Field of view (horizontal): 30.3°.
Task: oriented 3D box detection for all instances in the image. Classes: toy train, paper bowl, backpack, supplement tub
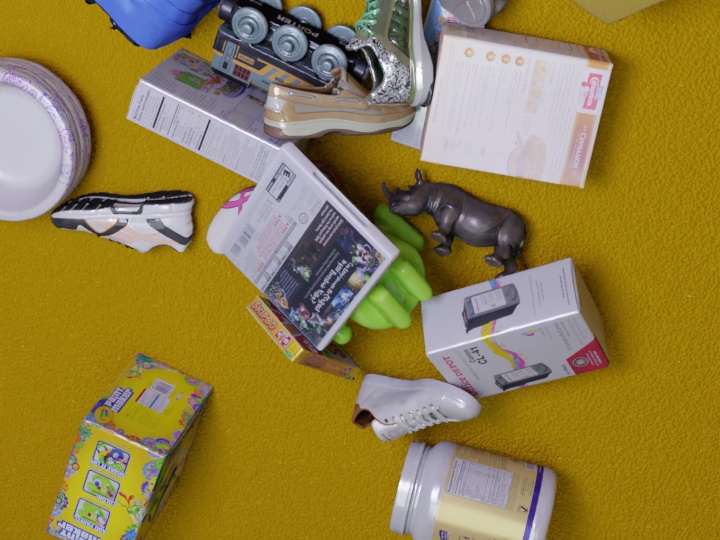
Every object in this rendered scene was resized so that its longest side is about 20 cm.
[{"bbox_3d":[-0.088,-0.260,1.617,0.199,0.085,0.114,25,128,-1],"label":"toy train"},{"bbox_3d":[-0.443,-0.173,1.715,0.199,0.104,0.203,4,113,10],"label":"paper bowl"},{"bbox_3d":[-0.235,-0.361,1.540,0.162,0.200,0.168,43,114,-6],"label":"backpack"},{"bbox_3d":[0.149,0.309,1.753,0.198,0.146,0.147,13,114,7],"label":"supplement tub"}]

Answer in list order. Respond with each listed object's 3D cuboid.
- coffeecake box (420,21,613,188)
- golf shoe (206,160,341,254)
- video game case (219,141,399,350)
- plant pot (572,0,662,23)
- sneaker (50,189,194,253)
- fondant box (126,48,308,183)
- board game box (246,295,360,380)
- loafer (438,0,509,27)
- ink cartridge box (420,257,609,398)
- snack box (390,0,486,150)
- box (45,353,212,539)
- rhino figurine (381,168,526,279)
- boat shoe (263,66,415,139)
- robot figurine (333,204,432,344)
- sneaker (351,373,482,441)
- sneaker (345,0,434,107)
[{"bbox_3d":[0.180,-0.195,1.566,0.198,0.073,0.155,10,114,-1],"label":"coffeecake box"},{"bbox_3d":[-0.121,-0.072,1.691,0.199,0.092,0.073,-28,105,23],"label":"golf shoe"},{"bbox_3d":[-0.064,-0.025,1.563,0.182,0.023,0.200,45,135,7],"label":"video game case"},{"bbox_3d":[0.277,-0.387,1.424,0.193,0.196,0.201,-22,114,20],"label":"plant pot"},{"bbox_3d":[-0.313,-0.058,1.750,0.198,0.074,0.081,1,114,13],"label":"sneaker"},{"bbox_3d":[-0.165,-0.187,1.625,0.199,0.144,0.059,27,117,1],"label":"fondant box"},{"bbox_3d":[-0.066,0.089,1.682,0.030,0.200,0.096,-45,66,5],"label":"board game box"},{"bbox_3d":[0.089,-0.363,1.545,0.200,0.063,0.072,45,142,11],"label":"loafer"},{"bbox_3d":[0.193,0.077,1.650,0.198,0.086,0.148,-18,143,18],"label":"ink cartridge box"},{"bbox_3d":[0.097,-0.241,1.609,0.071,0.024,0.201,19,115,6],"label":"snack box"},{"bbox_3d":[-0.310,0.255,1.805,0.121,0.200,0.194,23,114,2],"label":"box"},{"bbox_3d":[0.115,-0.064,1.649,0.199,0.088,0.060,26,154,3],"label":"rhino figurine"},{"bbox_3d":[-0.019,-0.200,1.554,0.071,0.199,0.077,27,121,50],"label":"boat shoe"},{"bbox_3d":[0.000,0.000,1.646,0.176,0.199,0.116,-53,131,-9],"label":"robot figurine"},{"bbox_3d":[0.070,0.187,1.713,0.199,0.085,0.073,-1,146,47],"label":"sneaker"},{"bbox_3d":[0.024,-0.281,1.531,0.088,0.077,0.202,-13,90,-20],"label":"sneaker"}]
